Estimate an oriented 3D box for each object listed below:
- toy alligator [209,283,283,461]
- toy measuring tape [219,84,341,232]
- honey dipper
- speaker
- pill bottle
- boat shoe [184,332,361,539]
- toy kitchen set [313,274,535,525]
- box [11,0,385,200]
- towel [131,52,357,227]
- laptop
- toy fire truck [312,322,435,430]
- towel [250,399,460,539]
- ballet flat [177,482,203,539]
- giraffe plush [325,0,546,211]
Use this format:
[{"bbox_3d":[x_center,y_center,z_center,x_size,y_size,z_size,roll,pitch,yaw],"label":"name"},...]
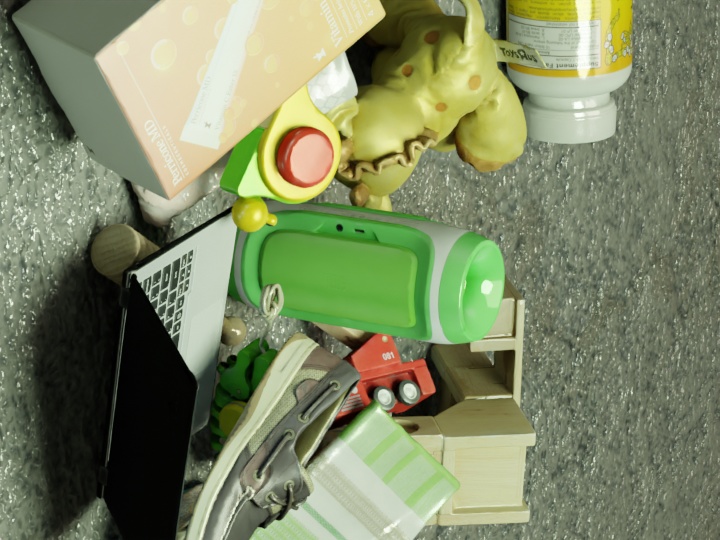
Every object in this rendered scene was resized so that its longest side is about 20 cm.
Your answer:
[{"bbox_3d":[-0.084,0.089,1.750,0.059,0.054,0.201,-37,138,-47],"label":"toy alligator"},{"bbox_3d":[-0.034,-0.116,1.651,0.074,0.073,0.201,29,84,-60],"label":"toy measuring tape"},{"bbox_3d":[-0.127,0.015,1.696,0.200,0.038,0.038,37,65,-61],"label":"honey dipper"},{"bbox_3d":[0.000,0.000,1.749,0.088,0.199,0.089,-27,122,-56],"label":"speaker"},{"bbox_3d":[0.183,-0.218,2.116,0.113,0.112,0.201,-30,124,-55],"label":"pill bottle"},{"bbox_3d":[-0.062,0.138,1.674,0.072,0.065,0.200,85,29,-63],"label":"boat shoe"},{"bbox_3d":[0.041,0.095,1.992,0.200,0.180,0.164,-118,-151,-68],"label":"toy kitchen set"},{"bbox_3d":[-0.101,-0.163,1.541,0.200,0.097,0.125,-42,132,-19],"label":"box"},{"bbox_3d":[-0.096,-0.155,1.642,0.191,0.032,0.200,-35,130,-25],"label":"towel"},{"bbox_3d":[-0.108,0.090,1.621,0.200,0.116,0.188,-35,143,-50],"label":"laptop"},{"bbox_3d":[-0.010,0.050,1.872,0.200,0.049,0.141,-11,73,-38],"label":"toy fire truck"},{"bbox_3d":[-0.021,0.206,1.848,0.200,0.031,0.149,-46,139,-2],"label":"towel"},{"bbox_3d":[-0.130,0.210,1.712,0.200,0.067,0.068,-35,129,-54],"label":"ballet flat"},{"bbox_3d":[0.029,-0.117,1.834,0.162,0.200,0.173,-40,104,-19],"label":"giraffe plush"}]
